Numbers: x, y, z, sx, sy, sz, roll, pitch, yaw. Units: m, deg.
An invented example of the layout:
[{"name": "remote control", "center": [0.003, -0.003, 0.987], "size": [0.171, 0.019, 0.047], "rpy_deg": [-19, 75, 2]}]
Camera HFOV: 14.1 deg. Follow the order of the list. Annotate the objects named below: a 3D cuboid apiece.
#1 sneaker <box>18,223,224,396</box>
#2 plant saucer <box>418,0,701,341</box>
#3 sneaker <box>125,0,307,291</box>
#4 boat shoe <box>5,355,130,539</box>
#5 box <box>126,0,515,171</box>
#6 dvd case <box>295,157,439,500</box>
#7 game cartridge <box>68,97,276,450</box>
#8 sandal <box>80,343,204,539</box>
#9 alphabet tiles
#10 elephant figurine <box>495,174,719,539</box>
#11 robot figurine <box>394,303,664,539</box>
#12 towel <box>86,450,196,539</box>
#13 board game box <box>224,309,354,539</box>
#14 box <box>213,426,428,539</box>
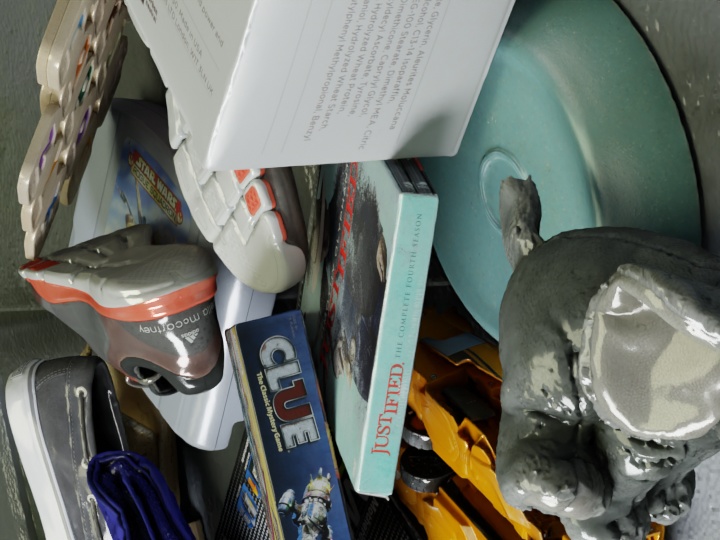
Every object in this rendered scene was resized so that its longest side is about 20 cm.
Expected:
[{"name": "sneaker", "center": [-0.123, 0.028, 1.525], "size": [0.200, 0.077, 0.082], "rpy_deg": [-159, 51, -69]}, {"name": "plant saucer", "center": [0.078, -0.038, 1.309], "size": [0.200, 0.036, 0.201], "rpy_deg": [33, 131, 49]}, {"name": "sneaker", "center": [-0.049, -0.091, 1.419], "size": [0.077, 0.082, 0.201], "rpy_deg": [-28, 78, 59]}, {"name": "boat shoe", "center": [-0.139, 0.140, 1.674], "size": [0.066, 0.070, 0.201], "rpy_deg": [-15, 98, 23]}, {"name": "box", "center": [-0.021, -0.182, 1.277], "size": [0.199, 0.130, 0.200], "rpy_deg": [63, 146, 39]}, {"name": "dvd case", "center": [0.000, 0.000, 1.374], "size": [0.200, 0.022, 0.147], "rpy_deg": [-112, 28, -68]}, {"name": "game cartridge", "center": [-0.107, -0.009, 1.600], "size": [0.200, 0.041, 0.134], "rpy_deg": [47, 134, 50]}, {"name": "sandal", "center": [-0.149, 0.109, 1.726], "size": [0.078, 0.069, 0.213], "rpy_deg": [-17, 88, 60]}, {"name": "alphabet tiles", "center": [-0.145, -0.110, 1.522], "size": [0.200, 0.015, 0.196], "rpy_deg": [100, -171, -70]}, {"name": "elephant figurine", "center": [0.152, 0.034, 1.151], "size": [0.200, 0.155, 0.142], "rpy_deg": [-22, 41, 50]}, {"name": "robot figurine", "center": [0.076, 0.106, 1.345], "size": [0.200, 0.058, 0.145], "rpy_deg": [44, 147, 43]}, {"name": "towel", "center": [-0.081, 0.202, 1.603], "size": [0.148, 0.049, 0.200], "rpy_deg": [-118, 3, -52]}, {"name": "board game box", "center": [-0.026, 0.121, 1.415], "size": [0.135, 0.034, 0.201], "rpy_deg": [160, 97, -85]}, {"name": "box", "center": [-0.003, 0.155, 1.522], "size": [0.193, 0.047, 0.200], "rpy_deg": [58, 147, 34]}]
